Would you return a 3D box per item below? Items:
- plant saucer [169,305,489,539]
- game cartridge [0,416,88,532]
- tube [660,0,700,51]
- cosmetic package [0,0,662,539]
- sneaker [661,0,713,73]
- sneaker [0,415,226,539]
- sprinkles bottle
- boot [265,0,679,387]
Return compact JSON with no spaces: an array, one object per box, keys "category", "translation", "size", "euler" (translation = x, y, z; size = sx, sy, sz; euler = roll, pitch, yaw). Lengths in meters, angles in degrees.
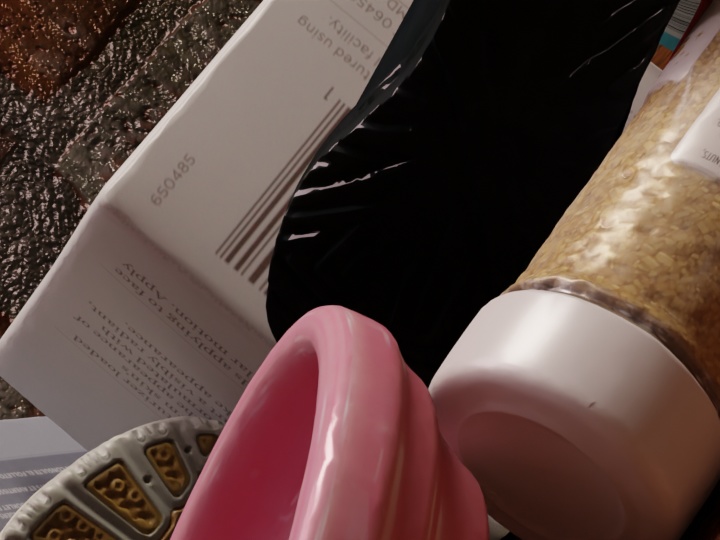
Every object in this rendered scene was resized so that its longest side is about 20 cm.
[{"category":"plant saucer","translation":[-0.023,0.109,0.648],"size":[0.201,0.051,0.201],"euler":[-158,90,-81]},{"category":"game cartridge","translation":[-0.095,0.105,1.052],"size":[0.200,0.133,0.041],"euler":[-1,-57,-55]},{"category":"tube","translation":[0.125,-0.129,0.952],"size":[0.077,0.051,0.200],"euler":[-14,-16,-6]},{"category":"cosmetic package","translation":[0.000,0.000,0.982],"size":[0.165,0.165,0.200],"euler":[-52,4,-23]},{"category":"sneaker","translation":[0.110,-0.058,0.866],"size":[0.200,0.078,0.116],"euler":[-51,4,-35]},{"category":"sneaker","translation":[-0.103,0.130,0.918],"size":[0.200,0.076,0.088],"euler":[-52,2,-10]},{"category":"sprinkles bottle","translation":[0.093,-0.020,0.709],"size":[0.200,0.068,0.068],"euler":[-52,3,-31]},{"category":"boot","translation":[0.050,-0.077,0.813],"size":[0.201,0.076,0.168],"euler":[-63,2,34]}]
